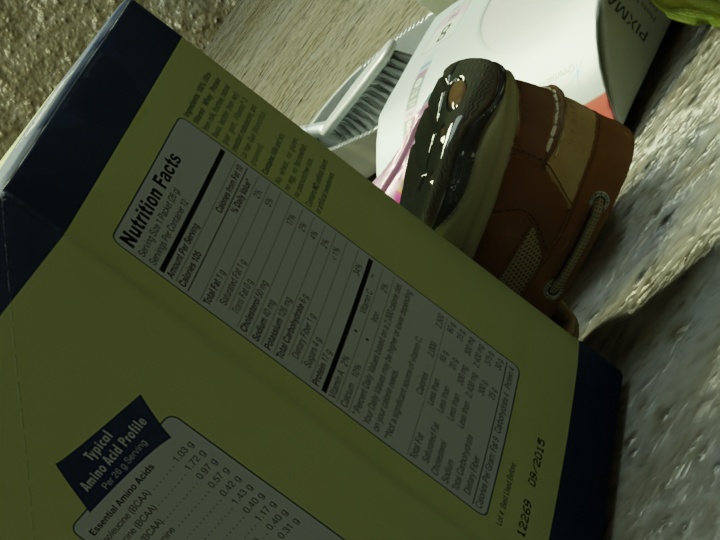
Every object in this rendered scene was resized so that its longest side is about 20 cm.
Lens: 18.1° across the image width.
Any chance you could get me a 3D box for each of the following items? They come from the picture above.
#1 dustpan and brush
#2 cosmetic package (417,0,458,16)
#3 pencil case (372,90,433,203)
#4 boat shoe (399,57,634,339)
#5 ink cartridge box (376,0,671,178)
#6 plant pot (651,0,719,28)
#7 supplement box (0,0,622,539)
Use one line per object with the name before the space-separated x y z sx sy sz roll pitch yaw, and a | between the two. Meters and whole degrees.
dustpan and brush | -0.012 -0.090 1.401 0.200 0.057 0.140 -46 13 37
cosmetic package | 0.117 -0.197 1.140 0.200 0.073 0.104 -39 17 55
pencil case | 0.006 0.021 0.874 0.200 0.087 0.088 -50 10 20
boat shoe | 0.038 0.023 0.770 0.076 0.073 0.201 -89 15 -49
ink cartridge box | 0.058 -0.066 0.978 0.162 0.057 0.200 -30 22 49
plant pot | 0.128 -0.202 0.863 0.191 0.199 0.200 -65 10 2
supplement box | -0.061 0.069 0.692 0.200 0.199 0.134 -48 11 28
